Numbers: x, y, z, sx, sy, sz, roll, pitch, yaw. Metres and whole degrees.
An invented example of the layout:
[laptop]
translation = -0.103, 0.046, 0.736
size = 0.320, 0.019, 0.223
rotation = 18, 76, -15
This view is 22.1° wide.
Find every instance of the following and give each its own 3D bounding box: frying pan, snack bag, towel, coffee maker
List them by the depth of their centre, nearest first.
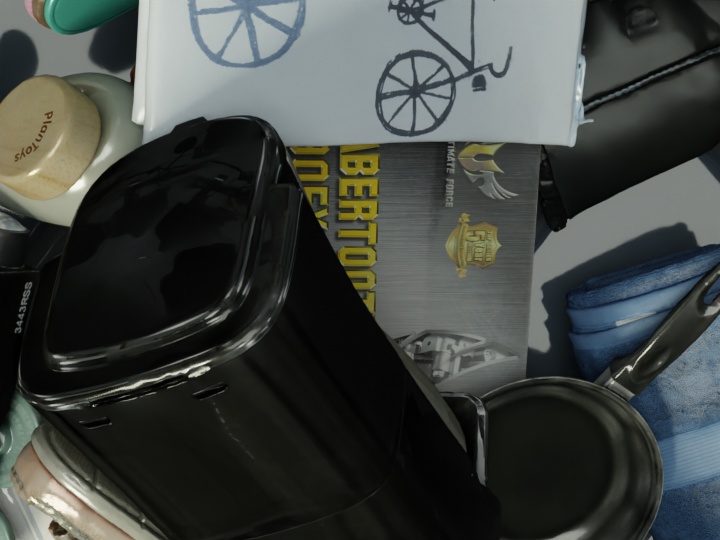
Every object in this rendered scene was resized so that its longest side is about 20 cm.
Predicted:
[coffee maker]
translation = -0.028, 0.067, 0.722
size = 0.134, 0.193, 0.200
rotation = -33, 130, 4
[snack bag]
translation = 0.009, -0.142, 0.745
size = 0.198, 0.021, 0.191
rotation = -2, 110, -17
[frying pan]
translation = 0.092, 0.064, 0.841
size = 0.114, 0.031, 0.192
rotation = 12, 111, -10
[towel]
translation = 0.176, 0.087, 0.872
size = 0.111, 0.049, 0.201
rotation = -19, 102, 27

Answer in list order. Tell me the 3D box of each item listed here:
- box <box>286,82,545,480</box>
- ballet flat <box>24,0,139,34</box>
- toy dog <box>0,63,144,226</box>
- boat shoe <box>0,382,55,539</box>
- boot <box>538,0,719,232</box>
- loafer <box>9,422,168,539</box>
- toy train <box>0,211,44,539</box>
[box]
translation = 0.000, 0.000, 0.852
size = 0.157, 0.048, 0.202
rotation = 1, 113, -3
[ballet flat]
translation = -0.064, -0.178, 0.767
size = 0.199, 0.069, 0.071
rotation = -35, 72, 3
[toy dog]
translation = -0.143, -0.074, 0.813
size = 0.199, 0.132, 0.097
rotation = 24, 78, 23
[boat shoe]
translation = -0.173, 0.094, 0.871
size = 0.068, 0.072, 0.201
rotation = -29, 98, 14
[boot]
translation = 0.158, -0.063, 0.879
size = 0.161, 0.073, 0.200
rotation = -20, 95, 1
[loafer]
translation = -0.088, 0.137, 0.837
size = 0.063, 0.072, 0.200
rotation = -47, 132, 8
[toy train]
translation = -0.201, 0.063, 0.808
size = 0.113, 0.085, 0.202
rotation = 20, 101, 25
